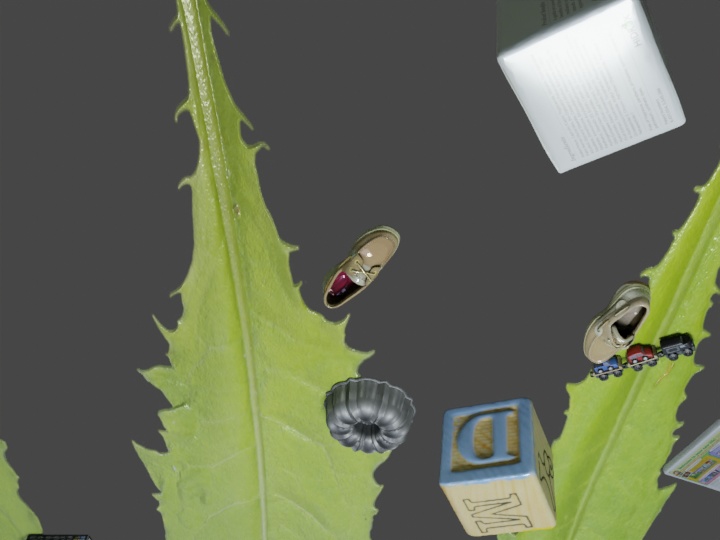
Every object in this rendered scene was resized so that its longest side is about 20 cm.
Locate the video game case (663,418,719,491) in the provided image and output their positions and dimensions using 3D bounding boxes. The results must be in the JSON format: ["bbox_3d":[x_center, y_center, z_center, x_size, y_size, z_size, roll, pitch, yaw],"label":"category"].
[{"bbox_3d":[0.773,0.396,1.681,0.181,0.022,0.201,18,133,-8],"label":"video game case"}]

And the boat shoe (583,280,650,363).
[{"bbox_3d":[0.459,0.108,1.434,0.072,0.065,0.201,16,133,-6],"label":"boat shoe"}]

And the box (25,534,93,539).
[{"bbox_3d":[-0.853,0.829,2.324,0.199,0.050,0.160,-3,134,12],"label":"box"}]

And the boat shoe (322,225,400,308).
[{"bbox_3d":[0.000,0.000,1.407,0.074,0.067,0.200,29,130,-17],"label":"boat shoe"}]

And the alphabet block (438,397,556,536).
[{"bbox_3d":[0.287,0.408,1.655,0.195,0.196,0.201,-11,129,21],"label":"alphabet block"}]

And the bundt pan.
[{"bbox_3d":[0.015,0.319,1.695,0.200,0.076,0.203,5,133,6],"label":"bundt pan"}]

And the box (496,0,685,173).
[{"bbox_3d":[0.287,-0.277,1.014,0.170,0.200,0.200,-20,127,26],"label":"box"}]

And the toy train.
[{"bbox_3d":[0.523,0.163,1.497,0.199,0.034,0.046,-22,122,26],"label":"toy train"}]
